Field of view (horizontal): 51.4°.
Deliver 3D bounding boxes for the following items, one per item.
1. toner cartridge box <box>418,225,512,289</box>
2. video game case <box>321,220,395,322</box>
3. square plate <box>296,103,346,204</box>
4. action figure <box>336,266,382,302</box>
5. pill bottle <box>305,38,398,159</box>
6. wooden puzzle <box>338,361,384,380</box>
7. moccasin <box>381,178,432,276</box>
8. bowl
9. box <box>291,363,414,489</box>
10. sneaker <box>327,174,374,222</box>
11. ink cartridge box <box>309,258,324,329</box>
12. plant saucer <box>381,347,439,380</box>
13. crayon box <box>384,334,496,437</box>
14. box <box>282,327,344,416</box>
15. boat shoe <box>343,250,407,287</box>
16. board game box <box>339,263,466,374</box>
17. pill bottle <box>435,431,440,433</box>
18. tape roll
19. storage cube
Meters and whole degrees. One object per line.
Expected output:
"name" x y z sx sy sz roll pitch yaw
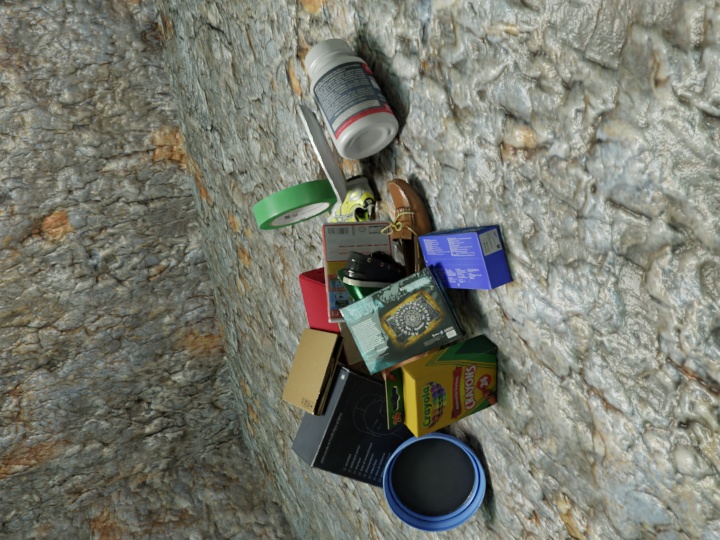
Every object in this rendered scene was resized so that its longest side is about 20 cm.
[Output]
"toner cartridge box" 0.170 -0.021 1.247 0.200 0.043 0.096 2 109 68
"video game case" 0.000 0.000 1.479 0.017 0.142 0.201 122 144 -72
"square plate" -0.072 -0.229 1.449 0.200 0.028 0.199 -115 0 -79
"action figure" 0.031 0.083 1.411 0.055 0.118 0.201 -41 73 36
"pill bottle" -0.023 -0.317 1.365 0.201 0.119 0.120 65 158 18
"wooden puzzle" -0.019 0.217 1.752 0.200 0.046 0.185 30 -166 -43
"moccasin" 0.086 -0.068 1.369 0.074 0.077 0.203 7 113 67
"bowl" 0.143 0.412 1.466 0.039 0.199 0.202 -79 -25 -79
"box" -0.003 0.314 1.518 0.124 0.196 0.201 13 80 63
"sneaker" -0.019 -0.117 1.599 0.200 0.075 0.077 108 140 -59
"ink cartridge box" -0.070 0.072 1.820 0.200 0.083 0.146 125 141 -65
"plant saucer" 0.102 0.129 1.432 0.200 0.037 0.201 -48 32 43
"crayon box" 0.140 0.203 1.282 0.051 0.199 0.128 42 145 52
"box" -0.100 0.204 1.542 0.200 0.021 0.165 -1 70 67
"boat shoe" 0.044 -0.002 1.386 0.073 0.201 0.064 13 95 36
"board game box" 0.072 0.089 1.325 0.199 0.028 0.136 -26 89 29
"pill bottle" 0.110 0.378 1.611 0.200 0.119 0.120 23 128 64
"tape roll" -0.145 -0.149 1.710 0.048 0.199 0.200 70 159 5
"storage cube" -0.008 0.081 1.598 0.180 0.170 0.201 16 121 64
